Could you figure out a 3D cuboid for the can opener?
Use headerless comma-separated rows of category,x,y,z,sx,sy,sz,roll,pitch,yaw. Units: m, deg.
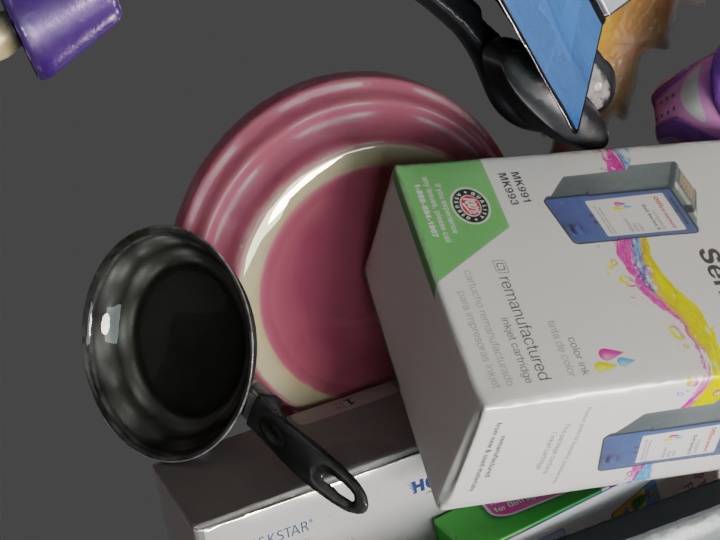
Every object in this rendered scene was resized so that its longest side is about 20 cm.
can opener,0.057,-0.141,0.777,0.200,0.079,0.063,44,83,-15

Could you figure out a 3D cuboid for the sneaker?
sneaker,0.232,-0.078,0.862,0.199,0.088,0.082,15,62,-44

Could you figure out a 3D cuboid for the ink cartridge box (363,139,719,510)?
ink cartridge box,0.118,0.021,0.741,0.197,0.147,0.088,-4,141,-18

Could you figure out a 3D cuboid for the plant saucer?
plant saucer,0.000,0.000,0.812,0.198,0.051,0.203,-7,111,-18

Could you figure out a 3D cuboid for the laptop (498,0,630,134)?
laptop,0.115,-0.207,0.733,0.199,0.116,0.188,-35,112,-5

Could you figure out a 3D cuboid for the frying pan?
frying pan,-0.063,0.040,0.744,0.031,0.188,0.117,-4,100,-55

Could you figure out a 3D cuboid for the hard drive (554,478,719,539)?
hard drive,0.115,0.189,0.740,0.198,0.033,0.141,-18,113,-13

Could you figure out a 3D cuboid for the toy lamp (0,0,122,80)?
toy lamp,-0.203,-0.089,0.698,0.198,0.058,0.059,-27,117,-10

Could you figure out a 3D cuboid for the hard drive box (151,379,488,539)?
hard drive box,-0.007,0.177,0.795,0.154,0.077,0.203,-16,113,-19

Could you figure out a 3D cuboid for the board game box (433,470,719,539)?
board game box,0.144,0.159,0.795,0.198,0.040,0.155,-22,114,-20
